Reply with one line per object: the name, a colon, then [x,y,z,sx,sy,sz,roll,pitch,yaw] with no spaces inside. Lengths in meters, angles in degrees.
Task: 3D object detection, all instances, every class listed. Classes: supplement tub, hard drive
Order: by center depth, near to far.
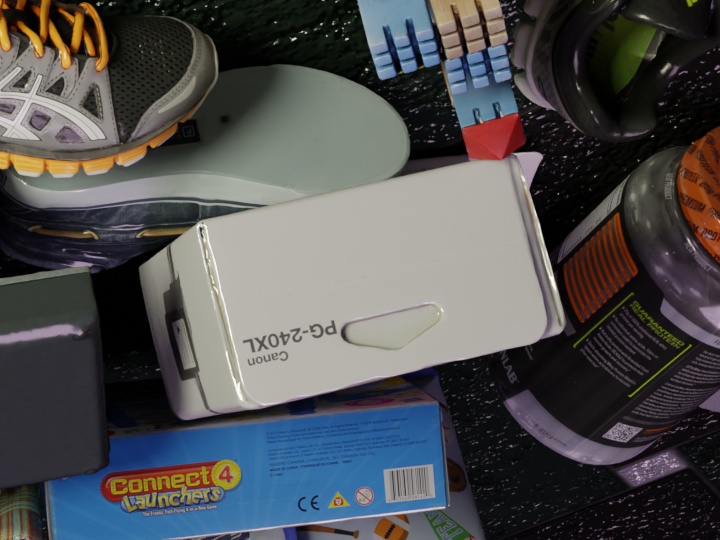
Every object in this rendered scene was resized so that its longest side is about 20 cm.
hard drive: [-0.209,0.061,0.907,0.200,0.033,0.140,-9,148,-10]
supplement tub: [0.168,0.013,1.174,0.122,0.123,0.200,5,146,-31]

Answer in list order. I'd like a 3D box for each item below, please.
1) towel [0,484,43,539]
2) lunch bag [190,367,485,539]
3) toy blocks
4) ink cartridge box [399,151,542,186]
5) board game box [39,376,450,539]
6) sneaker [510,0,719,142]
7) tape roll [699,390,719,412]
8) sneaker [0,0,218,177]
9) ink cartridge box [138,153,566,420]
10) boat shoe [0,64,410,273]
towel: [-0.244,0.101,1.098,0.146,0.200,0.022,-8,114,-10]
lunch bag: [-0.030,0.164,1.299,0.200,0.170,0.124,-9,148,-7]
toy blocks: [0.021,-0.129,0.842,0.100,0.137,0.200,-16,151,3]
ink cartridge box: [0.000,0.000,1.129,0.200,0.068,0.116,-7,152,-13]
board game box: [-0.071,0.093,1.120,0.200,0.056,0.196,-6,-174,-10]
sneaker: [0.129,-0.138,0.884,0.074,0.087,0.200,9,121,-26]
tape roll: [0.292,0.025,1.278,0.200,0.066,0.200,-10,159,-4]
sneaker: [-0.156,-0.090,0.902,0.200,0.078,0.077,-7,137,-20]
ink cartridge box: [-0.012,0.011,0.956,0.145,0.084,0.200,-13,178,-14]
boat shoe: [-0.081,-0.047,1.023,0.200,0.071,0.091,-2,156,-14]
